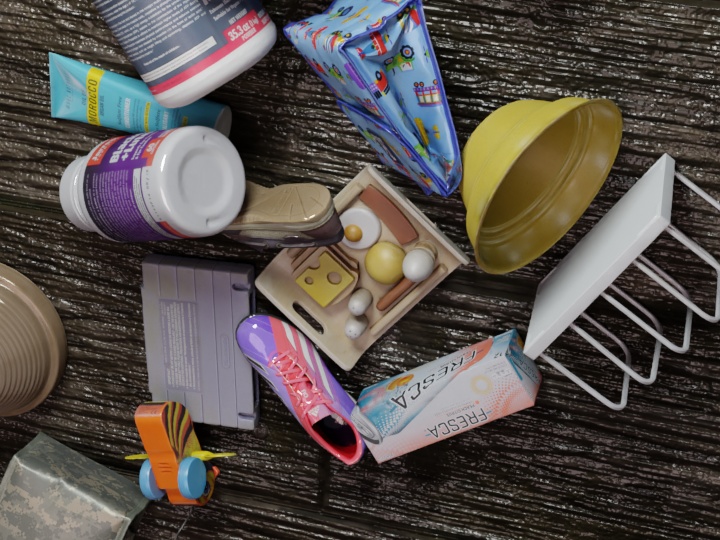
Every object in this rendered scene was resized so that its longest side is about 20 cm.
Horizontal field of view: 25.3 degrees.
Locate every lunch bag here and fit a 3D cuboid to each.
[{"bbox_3d":[0.031,-0.162,1.541,0.094,0.151,0.200,-34,114,-12],"label":"lunch bag"},{"bbox_3d":[-0.362,0.324,1.904,0.164,0.118,0.200,27,104,2],"label":"lunch bag"}]

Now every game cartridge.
[{"bbox_3d":[-0.178,0.079,1.792,0.129,0.038,0.201,9,118,17],"label":"game cartridge"}]

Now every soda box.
[{"bbox_3d":[0.092,0.135,1.721,0.200,0.064,0.069,-24,107,25],"label":"soda box"}]

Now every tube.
[{"bbox_3d":[-0.234,-0.172,1.677,0.199,0.050,0.078,15,122,13],"label":"tube"}]

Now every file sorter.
[{"bbox_3d":[0.274,0.018,1.567,0.124,0.139,0.200,37,120,-8],"label":"file sorter"}]

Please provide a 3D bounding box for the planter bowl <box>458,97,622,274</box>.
[{"bbox_3d":[0.154,-0.101,1.540,0.083,0.200,0.201,41,125,28],"label":"planter bowl"}]

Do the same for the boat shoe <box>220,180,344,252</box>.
[{"bbox_3d":[-0.103,-0.051,1.665,0.200,0.072,0.065,1,134,36],"label":"boat shoe"}]

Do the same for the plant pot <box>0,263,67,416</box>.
[{"bbox_3d":[-0.446,0.093,1.844,0.200,0.093,0.201,6,117,12],"label":"plant pot"}]

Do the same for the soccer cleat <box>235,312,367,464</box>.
[{"bbox_3d":[-0.060,0.128,1.745,0.068,0.073,0.200,-37,106,10],"label":"soccer cleat"}]

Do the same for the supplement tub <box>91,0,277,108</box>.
[{"bbox_3d":[-0.185,-0.272,1.554,0.140,0.140,0.200,-24,107,26],"label":"supplement tub"}]

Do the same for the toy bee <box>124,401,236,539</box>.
[{"bbox_3d":[-0.207,0.229,1.834,0.131,0.109,0.201,17,115,14],"label":"toy bee"}]

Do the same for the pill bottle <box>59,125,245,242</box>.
[{"bbox_3d":[-0.220,-0.085,1.647,0.200,0.111,0.112,-3,118,46],"label":"pill bottle"}]

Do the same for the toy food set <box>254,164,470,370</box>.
[{"bbox_3d":[0.000,0.000,1.682,0.143,0.060,0.200,43,119,-7],"label":"toy food set"}]
